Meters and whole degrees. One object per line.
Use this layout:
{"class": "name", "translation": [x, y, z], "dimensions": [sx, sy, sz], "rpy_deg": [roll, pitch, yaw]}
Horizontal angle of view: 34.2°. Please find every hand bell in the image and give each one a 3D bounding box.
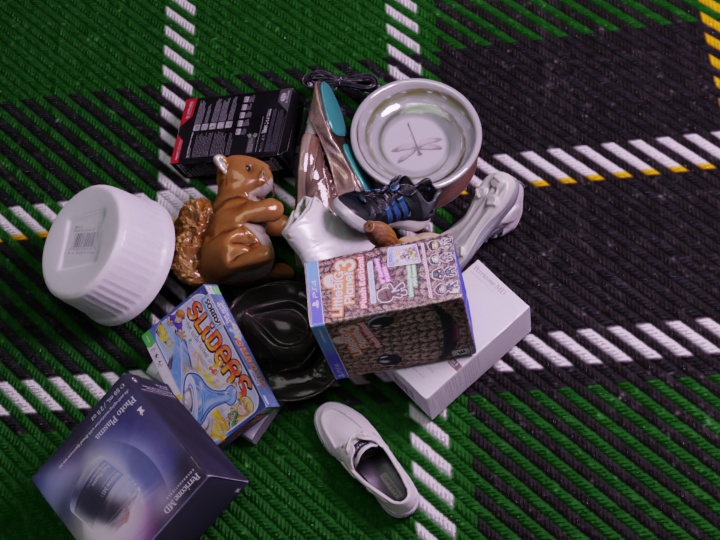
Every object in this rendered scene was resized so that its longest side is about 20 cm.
{"class": "hand bell", "translation": [0.050, -0.032, 1.595], "dimensions": [0.103, 0.200, 0.105], "rpy_deg": [-8, 71, 24]}

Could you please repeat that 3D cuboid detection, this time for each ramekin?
{"class": "ramekin", "translation": [-0.378, -0.028, 1.724], "dimensions": [0.199, 0.097, 0.202], "rpy_deg": [-17, 61, 33]}

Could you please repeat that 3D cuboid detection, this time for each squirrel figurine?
{"class": "squirrel figurine", "translation": [-0.202, -0.074, 1.731], "dimensions": [0.198, 0.141, 0.188], "rpy_deg": [-12, 76, 16]}

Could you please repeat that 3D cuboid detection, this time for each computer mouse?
{"class": "computer mouse", "translation": [-0.031, -0.220, 1.834], "dimensions": [0.139, 0.046, 0.202], "rpy_deg": [1, 68, 14]}

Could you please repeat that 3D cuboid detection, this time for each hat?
{"class": "hat", "translation": [-0.116, 0.087, 1.649], "dimensions": [0.199, 0.081, 0.202], "rpy_deg": [-3, 67, 8]}

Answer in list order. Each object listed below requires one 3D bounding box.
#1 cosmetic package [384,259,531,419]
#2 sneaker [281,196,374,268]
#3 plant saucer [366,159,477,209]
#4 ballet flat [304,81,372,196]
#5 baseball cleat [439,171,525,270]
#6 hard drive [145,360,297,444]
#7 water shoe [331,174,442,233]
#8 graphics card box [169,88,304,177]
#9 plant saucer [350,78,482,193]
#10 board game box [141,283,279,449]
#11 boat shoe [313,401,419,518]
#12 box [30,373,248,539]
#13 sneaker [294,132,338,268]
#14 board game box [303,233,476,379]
{"class": "cosmetic package", "translation": [0.133, 0.096, 1.638], "dimensions": [0.200, 0.081, 0.113], "rpy_deg": [-43, 63, -11]}
{"class": "sneaker", "translation": [-0.033, -0.067, 1.645], "dimensions": [0.116, 0.073, 0.200], "rpy_deg": [54, 37, -5]}
{"class": "plant saucer", "translation": [0.083, -0.183, 1.814], "dimensions": [0.198, 0.032, 0.202], "rpy_deg": [-3, 63, 6]}
{"class": "ballet flat", "translation": [-0.048, -0.187, 1.764], "dimensions": [0.067, 0.068, 0.201], "rpy_deg": [-26, 76, 21]}
{"class": "baseball cleat", "translation": [0.173, -0.050, 1.713], "dimensions": [0.200, 0.106, 0.070], "rpy_deg": [-51, 53, 16]}
{"class": "hard drive", "translation": [-0.196, 0.146, 1.695], "dimensions": [0.199, 0.027, 0.132], "rpy_deg": [29, 72, 20]}
{"class": "water shoe", "translation": [0.037, -0.102, 1.632], "dimensions": [0.071, 0.199, 0.079], "rpy_deg": [43, 117, 27]}
{"class": "graphics card box", "translation": [-0.193, -0.215, 1.836], "dimensions": [0.198, 0.051, 0.126], "rpy_deg": [-3, 61, 25]}
{"class": "plant saucer", "translation": [0.083, -0.196, 1.768], "dimensions": [0.198, 0.050, 0.202], "rpy_deg": [0, 64, 1]}
{"class": "board game box", "translation": [-0.212, 0.140, 1.637], "dimensions": [0.135, 0.034, 0.201], "rpy_deg": [-38, 70, 22]}
{"class": "boat shoe", "translation": [0.004, 0.251, 1.589], "dimensions": [0.072, 0.066, 0.200], "rpy_deg": [-34, 64, -9]}
{"class": "box", "translation": [-0.295, 0.281, 1.562], "dimensions": [0.198, 0.123, 0.200], "rpy_deg": [43, 95, 24]}
{"class": "sneaker", "translation": [-0.059, -0.101, 1.725], "dimensions": [0.075, 0.070, 0.202], "rpy_deg": [2, 85, -6]}
{"class": "board game box", "translation": [0.042, 0.051, 1.543], "dimensions": [0.198, 0.160, 0.098], "rpy_deg": [-11, 58, 7]}
